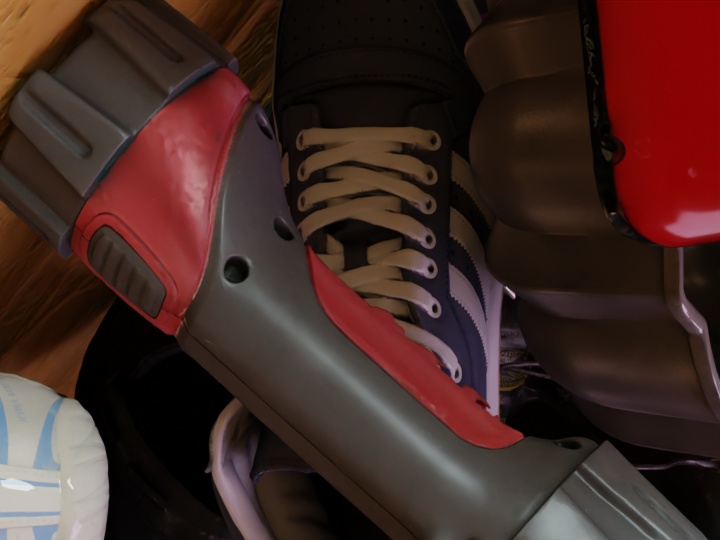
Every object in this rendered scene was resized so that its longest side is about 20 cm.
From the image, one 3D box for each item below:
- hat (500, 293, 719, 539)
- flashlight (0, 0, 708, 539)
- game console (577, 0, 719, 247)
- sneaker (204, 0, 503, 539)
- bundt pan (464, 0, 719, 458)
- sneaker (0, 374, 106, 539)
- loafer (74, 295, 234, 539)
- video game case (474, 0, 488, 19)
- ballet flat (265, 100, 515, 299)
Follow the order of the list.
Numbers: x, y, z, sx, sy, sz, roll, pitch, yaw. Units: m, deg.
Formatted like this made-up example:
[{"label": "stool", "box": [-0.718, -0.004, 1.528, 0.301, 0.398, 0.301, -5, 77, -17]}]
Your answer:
[{"label": "hat", "box": [0.056, 0.087, 0.943, 0.081, 0.200, 0.200, -56, 170, 31]}, {"label": "flashlight", "box": [-0.001, 0.018, 0.719, 0.068, 0.200, 0.068, -51, 172, 11]}, {"label": "game console", "box": [0.100, -0.115, 0.754, 0.171, 0.201, 0.119, -9, -175, -27]}, {"label": "sneaker", "box": [0.000, 0.000, 0.798, 0.108, 0.070, 0.201, -8, 95, -74]}, {"label": "bundt pan", "box": [0.093, -0.040, 0.823, 0.075, 0.203, 0.202, -4, -161, 31]}, {"label": "sneaker", "box": [-0.113, 0.063, 0.802, 0.200, 0.072, 0.072, 144, -46, -77]}, {"label": "loafer", "box": [-0.049, 0.049, 0.884, 0.201, 0.068, 0.071, -97, -151, -61]}, {"label": "video game case", "box": [0.070, -0.056, 0.977, 0.200, 0.036, 0.181, -44, 147, 25]}, {"label": "ballet flat", "box": [0.065, -0.030, 0.910, 0.199, 0.069, 0.068, -3, 142, -33]}]
